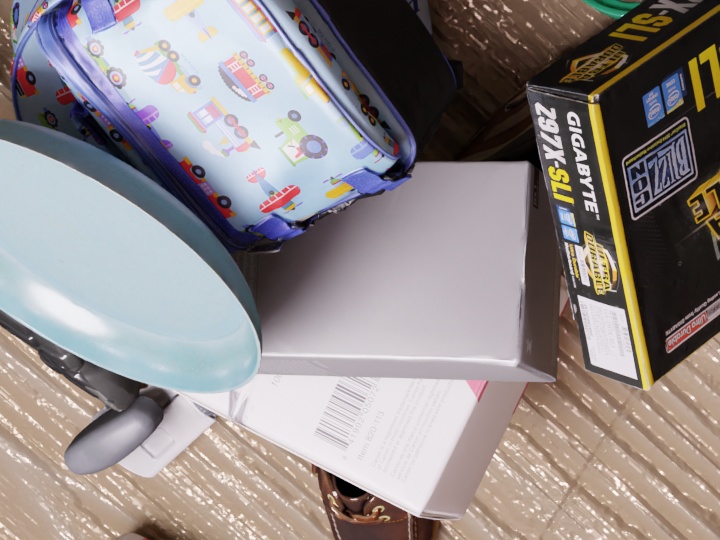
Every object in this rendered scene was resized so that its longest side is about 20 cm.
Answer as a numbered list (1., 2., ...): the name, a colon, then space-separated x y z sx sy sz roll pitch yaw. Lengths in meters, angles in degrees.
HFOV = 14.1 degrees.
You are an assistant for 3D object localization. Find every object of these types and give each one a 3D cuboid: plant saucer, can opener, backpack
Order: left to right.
1. plant saucer: -0.130 -0.011 1.376 0.200 0.027 0.200 25 155 13
2. backpack: -0.081 -0.090 1.373 0.200 0.135 0.183 -24 112 29
3. can opener: -0.094 0.064 1.698 0.053 0.066 0.200 44 123 -7

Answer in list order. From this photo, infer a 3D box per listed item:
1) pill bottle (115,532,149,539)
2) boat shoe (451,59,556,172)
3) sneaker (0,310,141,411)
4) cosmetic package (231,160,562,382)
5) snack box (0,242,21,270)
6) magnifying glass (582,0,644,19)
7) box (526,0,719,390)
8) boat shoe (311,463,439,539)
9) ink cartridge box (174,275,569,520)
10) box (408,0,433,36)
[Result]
1. pill bottle: -0.083 0.251 1.783 0.200 0.109 0.109 27 128 4
2. boat shoe: 0.109 -0.071 1.514 0.076 0.074 0.200 33 150 -19
3. sneaker: -0.156 0.016 1.607 0.075 0.200 0.079 34 84 15
4. cosmetic package: 0.000 0.000 1.475 0.200 0.090 0.107 3 82 16
5. snack box: -0.186 -0.033 1.558 0.037 0.116 0.200 66 164 -9
6. magnifying glass: 0.091 -0.172 1.471 0.200 0.022 0.080 10 89 24
7. box: 0.173 -0.061 1.412 0.049 0.200 0.160 14 128 45
8. boat shoe: 0.002 0.110 1.680 0.070 0.070 0.200 6 124 19
9. ink cartridge box: -0.010 0.026 1.563 0.200 0.083 0.147 26 92 19
10. box: -0.077 -0.173 1.488 0.184 0.105 0.200 8 124 32
